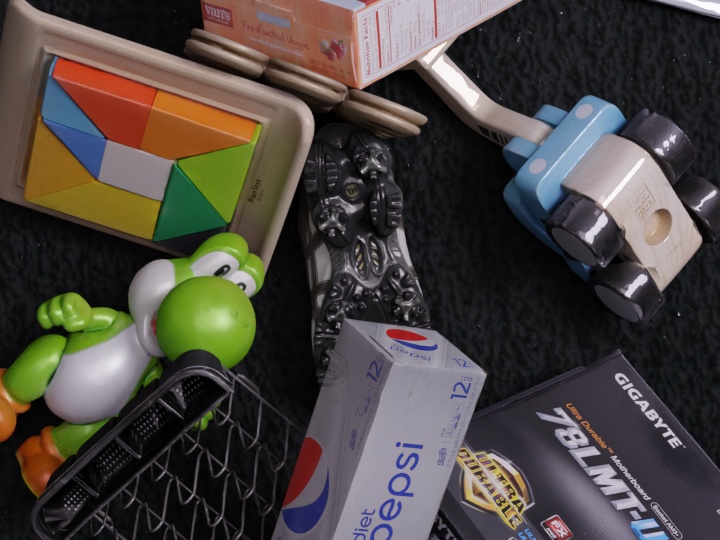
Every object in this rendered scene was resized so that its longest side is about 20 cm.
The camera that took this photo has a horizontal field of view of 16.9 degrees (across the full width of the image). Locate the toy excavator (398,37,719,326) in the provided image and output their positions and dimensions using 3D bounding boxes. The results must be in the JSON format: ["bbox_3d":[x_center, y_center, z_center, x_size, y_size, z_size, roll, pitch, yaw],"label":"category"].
[{"bbox_3d":[0.116,-0.076,1.573,0.100,0.200,0.194,-50,132,-13],"label":"toy excavator"}]

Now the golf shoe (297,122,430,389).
[{"bbox_3d":[0.000,0.000,1.557,0.078,0.094,0.200,-5,106,-7],"label":"golf shoe"}]

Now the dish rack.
[{"bbox_3d":[-0.081,0.149,1.474,0.153,0.055,0.200,-42,113,18],"label":"dish rack"}]

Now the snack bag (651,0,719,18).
[{"bbox_3d":[0.269,-0.257,1.658,0.200,0.021,0.189,14,79,-3],"label":"snack bag"}]

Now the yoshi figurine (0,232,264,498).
[{"bbox_3d":[-0.141,0.056,1.487,0.200,0.112,0.112,-39,66,4],"label":"yoshi figurine"}]

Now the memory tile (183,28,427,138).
[{"bbox_3d":[-0.038,-0.113,1.508,0.153,0.200,0.017,21,91,-4],"label":"memory tile"}]

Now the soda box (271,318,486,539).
[{"bbox_3d":[0.001,0.132,1.413,0.068,0.063,0.200,7,110,-32],"label":"soda box"}]

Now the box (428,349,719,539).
[{"bbox_3d":[0.144,0.162,1.485,0.198,0.050,0.200,-21,63,-35],"label":"box"}]

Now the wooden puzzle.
[{"bbox_3d":[-0.139,-0.070,1.499,0.200,0.185,0.037,22,53,0],"label":"wooden puzzle"}]

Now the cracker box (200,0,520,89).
[{"bbox_3d":[0.014,-0.188,1.523,0.134,0.058,0.200,22,38,37],"label":"cracker box"}]
